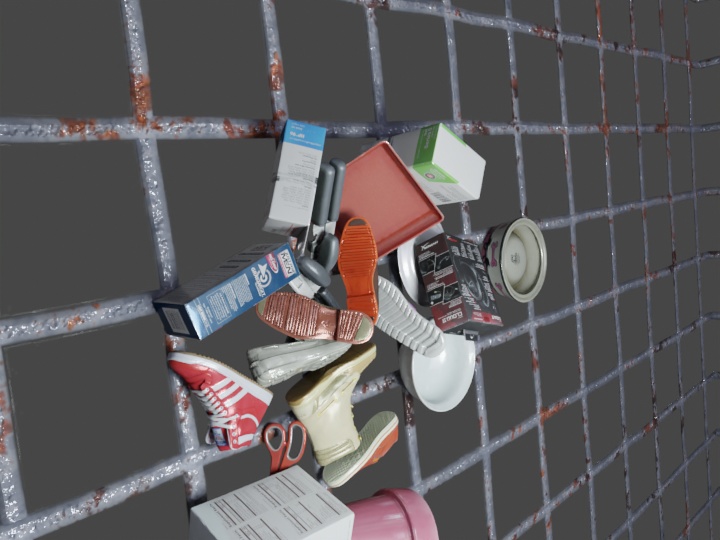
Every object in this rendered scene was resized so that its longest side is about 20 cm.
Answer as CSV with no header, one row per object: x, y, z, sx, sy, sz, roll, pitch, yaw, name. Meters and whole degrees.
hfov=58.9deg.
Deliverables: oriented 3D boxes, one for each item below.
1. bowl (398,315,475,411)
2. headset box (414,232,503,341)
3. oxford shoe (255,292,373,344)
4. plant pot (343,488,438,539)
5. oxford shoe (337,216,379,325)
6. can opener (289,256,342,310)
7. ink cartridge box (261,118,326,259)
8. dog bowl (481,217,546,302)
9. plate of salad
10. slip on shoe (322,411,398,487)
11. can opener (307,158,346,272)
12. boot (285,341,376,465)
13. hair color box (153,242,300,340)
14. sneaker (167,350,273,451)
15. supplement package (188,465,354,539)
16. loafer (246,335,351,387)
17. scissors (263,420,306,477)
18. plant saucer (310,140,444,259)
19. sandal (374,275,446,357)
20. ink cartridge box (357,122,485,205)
0.141,0.180,1.300,0.200,0.090,0.203,1,89,-44,bowl
0.197,0.041,1.254,0.148,0.077,0.202,11,60,-51,headset box
-0.079,0.086,1.072,0.198,0.074,0.071,17,82,-4,oxford shoe
0.011,0.489,1.122,0.178,0.200,0.202,10,83,-28,plant pot
0.000,0.000,1.156,0.073,0.070,0.202,-55,144,-74,oxford shoe
-0.062,0.055,1.119,0.053,0.067,0.201,-53,124,-29,can opener
-0.113,-0.124,1.027,0.067,0.116,0.202,11,81,-12,ink cartridge box
0.364,-0.025,1.527,0.199,0.073,0.202,-1,92,-44,dog bowl
0.126,-0.026,1.315,0.199,0.048,0.202,8,80,-53,plate of salad
0.007,0.341,1.188,0.200,0.074,0.062,-34,116,-44,slip on shoe
-0.052,-0.093,1.088,0.052,0.066,0.201,-28,138,-40,can opener
-0.029,0.235,1.148,0.200,0.072,0.157,-36,114,-36,boot
-0.198,0.027,0.965,0.200,0.100,0.061,-36,114,-38,hair color box
-0.222,0.203,0.962,0.200,0.071,0.113,39,61,-39,sneaker
-0.137,0.427,0.966,0.199,0.150,0.153,-9,113,-43,supplement package
-0.100,0.135,1.078,0.199,0.070,0.070,-12,65,-42,loafer
-0.136,0.350,1.060,0.072,0.014,0.202,8,83,-6,scissors
0.016,-0.116,1.138,0.200,0.199,0.037,47,23,-33,plant saucer
0.076,0.090,1.208,0.083,0.203,0.050,-49,167,15,sandal
0.107,-0.186,1.191,0.145,0.199,0.085,28,69,-40,ink cartridge box
